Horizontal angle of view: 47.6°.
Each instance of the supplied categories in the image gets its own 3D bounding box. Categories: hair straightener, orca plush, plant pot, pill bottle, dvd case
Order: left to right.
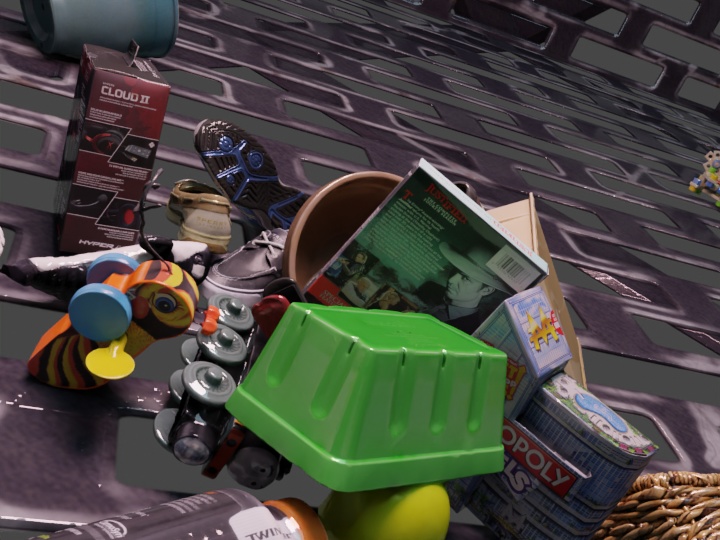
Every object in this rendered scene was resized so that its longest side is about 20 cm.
[{"bbox_3d":[-0.412,-0.415,1.258,0.187,0.201,0.200,-23,50,-35],"label":"plant pot"},{"bbox_3d":[-0.220,0.016,0.754,0.199,0.105,0.072,1,68,-56],"label":"orca plush"},{"bbox_3d":[-0.112,0.192,0.485,0.199,0.107,0.106,-4,38,-42],"label":"pill bottle"},{"bbox_3d":[-0.021,0.088,0.718,0.200,0.041,0.077,54,22,-17],"label":"hair straightener"},{"bbox_3d":[0.000,0.000,0.882,0.199,0.203,0.093,10,-7,-25],"label":"plant pot"},{"bbox_3d":[0.044,0.019,0.720,0.146,0.200,0.022,38,31,-8],"label":"dvd case"}]

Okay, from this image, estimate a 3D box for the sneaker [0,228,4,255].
[{"bbox_3d":[-0.354,-0.023,0.678,0.080,0.089,0.200,-19,38,-8],"label":"sneaker"}]

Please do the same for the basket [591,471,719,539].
[{"bbox_3d":[0.307,0.221,0.722,0.199,0.143,0.149,11,30,-24],"label":"basket"}]

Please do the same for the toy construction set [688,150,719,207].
[{"bbox_3d":[0.895,-0.222,2.041,0.131,0.093,0.200,29,39,11],"label":"toy construction set"}]

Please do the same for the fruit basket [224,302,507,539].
[{"bbox_3d":[0.011,0.140,0.612,0.215,0.217,0.155,-5,22,-43],"label":"fruit basket"}]

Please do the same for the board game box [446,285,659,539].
[{"bbox_3d":[0.133,0.127,0.689,0.200,0.201,0.061,40,35,27],"label":"board game box"}]

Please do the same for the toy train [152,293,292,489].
[{"bbox_3d":[-0.101,0.098,0.697,0.113,0.085,0.200,28,26,-14],"label":"toy train"}]

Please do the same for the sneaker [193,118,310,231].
[{"bbox_3d":[-0.134,-0.099,0.960,0.077,0.076,0.200,13,-27,44],"label":"sneaker"}]

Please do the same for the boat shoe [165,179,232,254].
[{"bbox_3d":[-0.178,-0.074,0.920,0.073,0.064,0.201,13,13,-16],"label":"boat shoe"}]

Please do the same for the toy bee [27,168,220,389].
[{"bbox_3d":[-0.173,0.036,0.644,0.108,0.200,0.131,34,45,-17],"label":"toy bee"}]

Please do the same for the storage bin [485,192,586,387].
[{"bbox_3d":[0.162,0.054,0.836,0.093,0.201,0.199,-15,22,17],"label":"storage bin"}]

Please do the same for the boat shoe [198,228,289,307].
[{"bbox_3d":[-0.099,-0.014,0.903,0.072,0.068,0.199,38,31,27],"label":"boat shoe"}]

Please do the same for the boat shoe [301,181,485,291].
[{"bbox_3d":[0.026,-0.023,0.775,0.072,0.200,0.066,60,0,39],"label":"boat shoe"}]

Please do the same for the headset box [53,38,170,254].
[{"bbox_3d":[-0.254,-0.132,0.824,0.075,0.201,0.149,9,18,-26],"label":"headset box"}]
